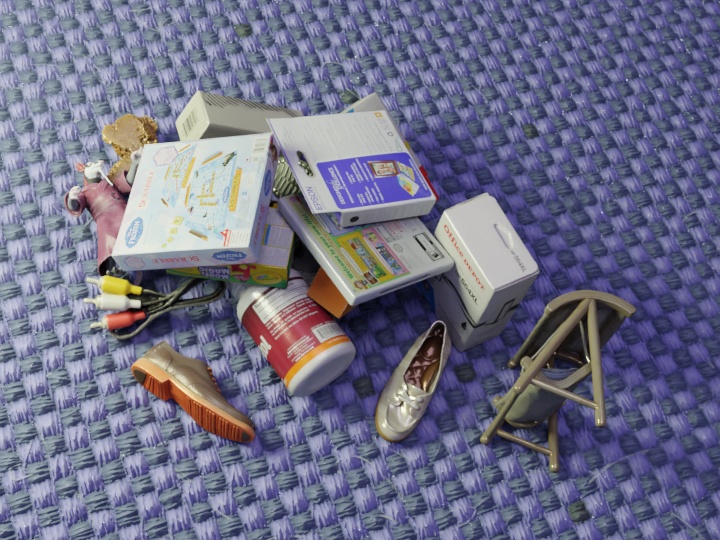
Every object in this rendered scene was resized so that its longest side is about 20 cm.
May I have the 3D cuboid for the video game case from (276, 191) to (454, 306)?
[{"bbox_3d":[0.007,-0.051,1.490,0.182,0.022,0.200,-19,58,-33],"label":"video game case"}]

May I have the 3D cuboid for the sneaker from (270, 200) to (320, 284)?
[{"bbox_3d":[-0.129,-0.053,1.594,0.200,0.082,0.078,39,61,11],"label":"sneaker"}]

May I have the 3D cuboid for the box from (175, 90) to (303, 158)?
[{"bbox_3d":[-0.178,-0.215,1.632,0.199,0.082,0.069,5,53,-42],"label":"box"}]

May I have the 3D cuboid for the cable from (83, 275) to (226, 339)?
[{"bbox_3d":[-0.289,0.051,1.496,0.199,0.050,0.098,-3,99,-3],"label":"cable"}]

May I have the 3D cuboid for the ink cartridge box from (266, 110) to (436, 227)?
[{"bbox_3d":[-0.018,-0.151,1.525,0.199,0.043,0.199,-7,52,-26],"label":"ink cartridge box"}]

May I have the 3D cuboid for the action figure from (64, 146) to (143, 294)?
[{"bbox_3d":[-0.361,-0.086,1.550,0.134,0.149,0.200,-21,59,-25],"label":"action figure"}]

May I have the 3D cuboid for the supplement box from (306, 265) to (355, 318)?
[{"bbox_3d":[0.000,0.000,1.543,0.066,0.069,0.200,36,29,11],"label":"supplement box"}]

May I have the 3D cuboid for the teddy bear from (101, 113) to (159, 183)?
[{"bbox_3d":[-0.324,-0.147,1.632,0.200,0.067,0.145,40,71,6],"label":"teddy bear"}]

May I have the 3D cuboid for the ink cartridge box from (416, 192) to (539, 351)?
[{"bbox_3d":[0.166,0.006,1.545,0.084,0.200,0.146,-22,66,-21],"label":"ink cartridge box"}]

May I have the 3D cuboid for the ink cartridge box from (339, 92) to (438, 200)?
[{"bbox_3d":[0.024,-0.164,1.667,0.116,0.067,0.200,-38,102,-26],"label":"ink cartridge box"}]

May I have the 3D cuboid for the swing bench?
[{"bbox_3d":[0.276,0.147,1.485,0.129,0.199,0.201,22,59,3],"label":"swing bench"}]

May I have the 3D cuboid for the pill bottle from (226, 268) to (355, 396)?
[{"bbox_3d":[-0.105,0.072,1.510,0.113,0.113,0.200,-29,69,-23],"label":"pill bottle"}]

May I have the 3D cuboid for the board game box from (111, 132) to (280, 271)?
[{"bbox_3d":[-0.222,-0.095,1.442,0.199,0.041,0.201,-3,54,16],"label":"board game box"}]

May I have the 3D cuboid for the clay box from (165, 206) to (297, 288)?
[{"bbox_3d":[-0.193,-0.042,1.486,0.199,0.048,0.115,7,50,2],"label":"clay box"}]

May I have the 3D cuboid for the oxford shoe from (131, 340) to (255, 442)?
[{"bbox_3d":[-0.220,0.165,1.463,0.200,0.071,0.073,33,55,9],"label":"oxford shoe"}]

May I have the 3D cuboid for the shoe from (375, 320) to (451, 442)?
[{"bbox_3d":[0.078,0.157,1.528,0.070,0.053,0.200,26,60,5],"label":"shoe"}]

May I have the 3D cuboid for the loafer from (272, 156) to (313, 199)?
[{"bbox_3d":[-0.052,-0.109,1.605,0.199,0.070,0.075,29,94,9],"label":"loafer"}]
